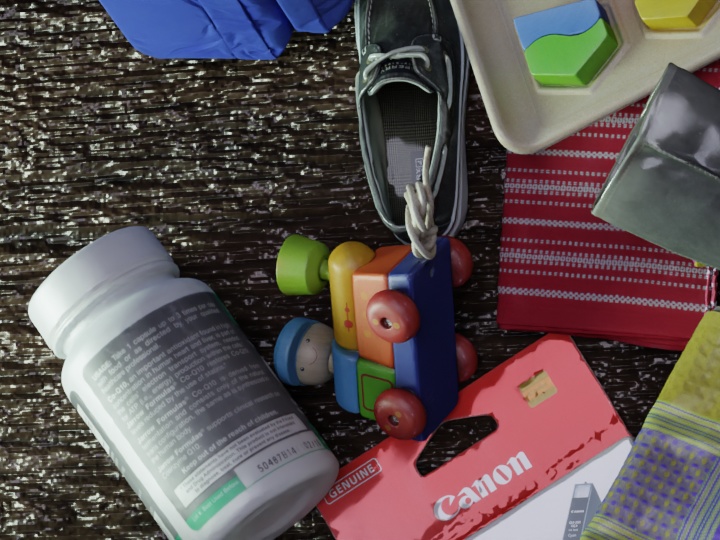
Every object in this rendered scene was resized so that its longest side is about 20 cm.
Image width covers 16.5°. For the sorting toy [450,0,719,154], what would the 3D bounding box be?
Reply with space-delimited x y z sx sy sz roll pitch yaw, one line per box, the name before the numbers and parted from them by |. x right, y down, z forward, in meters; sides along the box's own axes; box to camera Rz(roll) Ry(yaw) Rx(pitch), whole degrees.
sorting toy | 0.150 -0.186 1.502 0.200 0.036 0.185 -25 59 14

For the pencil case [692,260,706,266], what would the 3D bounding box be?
pencil case | 0.272 -0.059 1.415 0.200 0.088 0.088 -8 83 12

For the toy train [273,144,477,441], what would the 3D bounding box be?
toy train | 0.000 0.000 1.498 0.116 0.085 0.200 13 126 27

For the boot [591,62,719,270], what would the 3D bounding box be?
boot | 0.251 -0.057 1.348 0.200 0.073 0.182 34 105 8

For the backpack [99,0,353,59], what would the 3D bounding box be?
backpack | -0.078 -0.246 1.543 0.168 0.163 0.200 2 73 7

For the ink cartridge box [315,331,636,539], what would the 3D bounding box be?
ink cartridge box | 0.086 0.157 1.516 0.200 0.045 0.176 -34 79 9

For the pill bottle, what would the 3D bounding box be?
pill bottle | -0.113 0.077 1.537 0.113 0.113 0.200 -39 75 8

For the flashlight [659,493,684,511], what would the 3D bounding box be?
flashlight | 0.203 0.216 1.438 0.068 0.068 0.200 -13 98 5

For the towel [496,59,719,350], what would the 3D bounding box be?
towel | 0.155 -0.055 1.512 0.145 0.022 0.200 4 90 27

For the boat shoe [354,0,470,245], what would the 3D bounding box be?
boat shoe | 0.033 -0.114 1.542 0.072 0.071 0.200 -10 81 13

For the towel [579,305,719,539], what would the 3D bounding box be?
towel | 0.212 0.120 1.373 0.144 0.023 0.200 25 72 26
